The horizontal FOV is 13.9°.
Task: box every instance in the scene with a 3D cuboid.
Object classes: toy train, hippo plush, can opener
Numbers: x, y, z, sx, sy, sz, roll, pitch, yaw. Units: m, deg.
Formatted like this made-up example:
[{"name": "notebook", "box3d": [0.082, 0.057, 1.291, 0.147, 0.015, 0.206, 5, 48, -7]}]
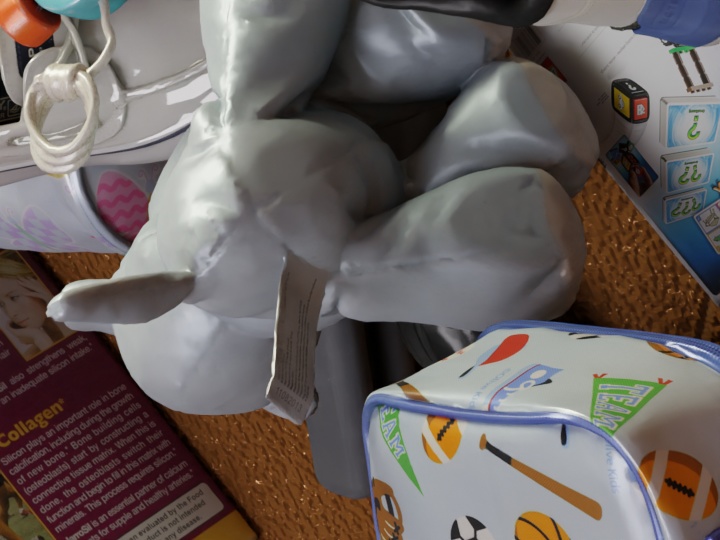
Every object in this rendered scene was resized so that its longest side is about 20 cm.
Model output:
[{"name": "toy train", "box3d": [-0.143, -0.107, 1.077, 0.199, 0.056, 0.151, 18, 96, 36]}, {"name": "hippo plush", "box3d": [-0.014, -0.003, 1.022, 0.159, 0.201, 0.161, 23, 149, -4]}, {"name": "can opener", "box3d": [0.000, 0.000, 1.146, 0.066, 0.053, 0.201, 21, 129, 35]}]

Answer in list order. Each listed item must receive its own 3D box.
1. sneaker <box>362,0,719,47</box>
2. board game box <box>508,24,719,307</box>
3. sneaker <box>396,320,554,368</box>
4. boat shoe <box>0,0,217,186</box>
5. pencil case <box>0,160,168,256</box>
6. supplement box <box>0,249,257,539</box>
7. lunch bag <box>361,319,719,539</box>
[{"name": "sneaker", "box3d": [0.030, -0.143, 0.936, 0.200, 0.115, 0.081, 54, 138, 36]}, {"name": "board game box", "box3d": [0.135, -0.089, 0.957, 0.126, 0.035, 0.200, 52, 141, 9]}, {"name": "sneaker", "box3d": [0.083, 0.061, 1.099, 0.104, 0.060, 0.200, 10, 127, 44]}, {"name": "boat shoe", "box3d": [-0.111, -0.079, 1.111, 0.199, 0.066, 0.072, -10, 72, 30]}, {"name": "pencil case", "box3d": [-0.149, -0.053, 1.242, 0.200, 0.083, 0.091, 6, 153, 43]}, {"name": "supplement box", "box3d": [-0.166, 0.094, 1.324, 0.200, 0.131, 0.103, 51, 141, 9]}, {"name": "lunch bag", "box3d": [0.082, 0.117, 0.898, 0.160, 0.075, 0.201, 3, 114, 53]}]
